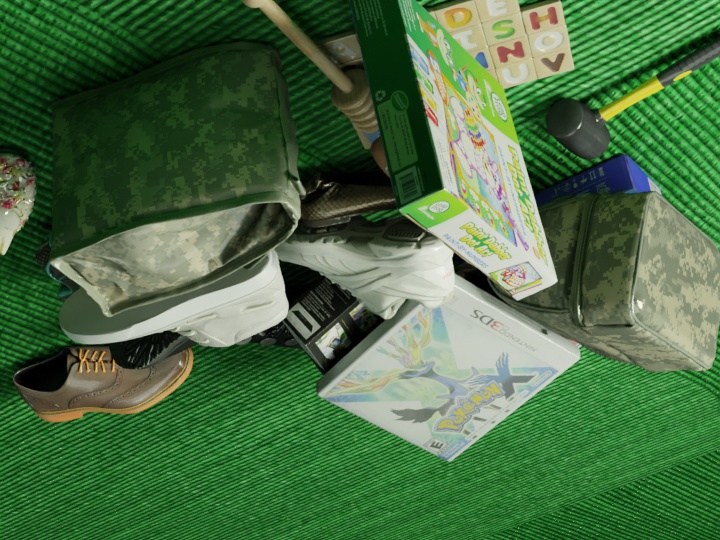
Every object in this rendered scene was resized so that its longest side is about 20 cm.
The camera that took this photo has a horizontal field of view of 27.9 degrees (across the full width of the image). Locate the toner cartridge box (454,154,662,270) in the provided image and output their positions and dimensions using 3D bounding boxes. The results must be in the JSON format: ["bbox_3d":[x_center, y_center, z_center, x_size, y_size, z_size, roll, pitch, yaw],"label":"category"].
[{"bbox_3d":[0.200,-0.043,1.460,0.199,0.043,0.095,-25,147,25],"label":"toner cartridge box"}]

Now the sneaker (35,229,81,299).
[{"bbox_3d":[-0.253,-0.020,1.321,0.091,0.078,0.200,-4,150,-3],"label":"sneaker"}]

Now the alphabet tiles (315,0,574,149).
[{"bbox_3d":[0.078,-0.172,1.223,0.199,0.008,0.167,-15,151,8],"label":"alphabet tiles"}]

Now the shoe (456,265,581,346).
[{"bbox_3d":[0.165,0.041,1.480,0.199,0.072,0.091,7,150,-26],"label":"shoe"}]

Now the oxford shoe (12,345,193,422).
[{"bbox_3d":[-0.277,0.113,1.556,0.199,0.072,0.073,-17,146,12],"label":"oxford shoe"}]

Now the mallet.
[{"bbox_3d":[0.252,-0.165,1.268,0.200,0.041,0.066,-35,147,30],"label":"mallet"}]

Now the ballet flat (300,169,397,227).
[{"bbox_3d":[0.036,-0.083,1.329,0.199,0.067,0.047,-11,108,3],"label":"ballet flat"}]

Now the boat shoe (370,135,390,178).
[{"bbox_3d":[0.079,-0.068,1.261,0.072,0.076,0.200,-27,130,21],"label":"boat shoe"}]

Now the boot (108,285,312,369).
[{"bbox_3d":[-0.137,0.057,1.500,0.164,0.066,0.199,-23,164,39],"label":"boot"}]

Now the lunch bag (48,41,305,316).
[{"bbox_3d":[-0.138,-0.078,1.155,0.199,0.165,0.118,-18,145,15],"label":"lunch bag"}]

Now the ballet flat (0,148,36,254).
[{"bbox_3d":[-0.336,-0.029,1.284,0.075,0.064,0.200,8,146,-29],"label":"ballet flat"}]

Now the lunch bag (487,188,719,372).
[{"bbox_3d":[0.232,0.012,1.382,0.167,0.140,0.200,-5,159,37],"label":"lunch bag"}]

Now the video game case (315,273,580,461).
[{"bbox_3d":[0.086,0.100,1.441,0.182,0.022,0.200,29,126,-27],"label":"video game case"}]

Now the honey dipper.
[{"bbox_3d":[-0.035,-0.173,1.146,0.038,0.038,0.200,-22,145,20],"label":"honey dipper"}]

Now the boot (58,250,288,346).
[{"bbox_3d":[-0.161,0.042,1.297,0.199,0.074,0.096,-15,140,0],"label":"boot"}]

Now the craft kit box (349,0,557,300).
[{"bbox_3d":[0.074,-0.100,1.135,0.048,0.201,0.197,-23,150,20],"label":"craft kit box"}]

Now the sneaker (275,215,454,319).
[{"bbox_3d":[0.000,0.000,1.352,0.199,0.078,0.100,9,122,35],"label":"sneaker"}]

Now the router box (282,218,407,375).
[{"bbox_3d":[0.012,0.052,1.497,0.149,0.051,0.200,-41,151,-6],"label":"router box"}]
